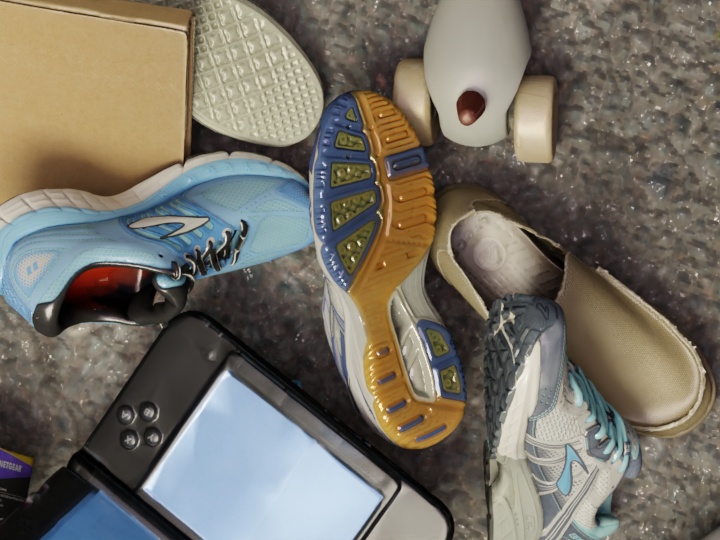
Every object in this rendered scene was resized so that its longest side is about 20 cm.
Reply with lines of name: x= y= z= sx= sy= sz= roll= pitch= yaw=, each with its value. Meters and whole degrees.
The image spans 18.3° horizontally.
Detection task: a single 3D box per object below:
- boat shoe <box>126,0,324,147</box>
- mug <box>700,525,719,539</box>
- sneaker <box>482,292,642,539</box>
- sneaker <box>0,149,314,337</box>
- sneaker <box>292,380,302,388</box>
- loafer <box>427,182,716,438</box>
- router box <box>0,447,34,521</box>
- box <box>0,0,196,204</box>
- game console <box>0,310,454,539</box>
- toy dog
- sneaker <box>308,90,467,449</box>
boat shoe: x=-0.109 y=-0.137 z=1.269 sx=0.199 sy=0.062 sz=0.075 roll=28 pitch=96 yaw=-13
mug: x=0.231 y=0.220 z=1.233 sx=0.152 sy=0.149 sz=0.188 roll=-29 pitch=86 yaw=16
sneaker: x=0.111 y=0.082 z=1.228 sx=0.085 sy=0.078 sz=0.201 roll=-3 pitch=140 yaw=0
sneaker: x=-0.106 y=-0.002 z=1.230 sx=0.198 sy=0.090 sz=0.079 roll=-15 pitch=136 yaw=-24
sneaker: x=-0.031 y=0.141 z=1.280 sx=0.199 sy=0.080 sz=0.131 roll=30 pitch=99 yaw=1
loafer: x=0.113 y=0.028 z=1.258 sx=0.199 sy=0.067 sz=0.076 roll=35 pitch=98 yaw=1
router box: x=-0.296 y=0.169 z=1.280 sx=0.198 sy=0.052 sz=0.159 roll=6 pitch=81 yaw=20
box: x=-0.193 y=-0.089 z=1.259 sx=0.198 sy=0.021 sz=0.164 roll=9 pitch=131 yaw=4
game console: x=-0.080 y=0.148 z=1.194 sx=0.199 sy=0.119 sz=0.173 roll=38 pitch=103 yaw=9
toy dog: x=0.062 y=-0.150 z=1.230 sx=0.131 sy=0.096 sz=0.202 roll=-17 pitch=94 yaw=7
sneaker: x=0.000 y=0.000 z=1.253 sx=0.075 sy=0.088 sz=0.202 roll=-12 pitch=99 yaw=-22
